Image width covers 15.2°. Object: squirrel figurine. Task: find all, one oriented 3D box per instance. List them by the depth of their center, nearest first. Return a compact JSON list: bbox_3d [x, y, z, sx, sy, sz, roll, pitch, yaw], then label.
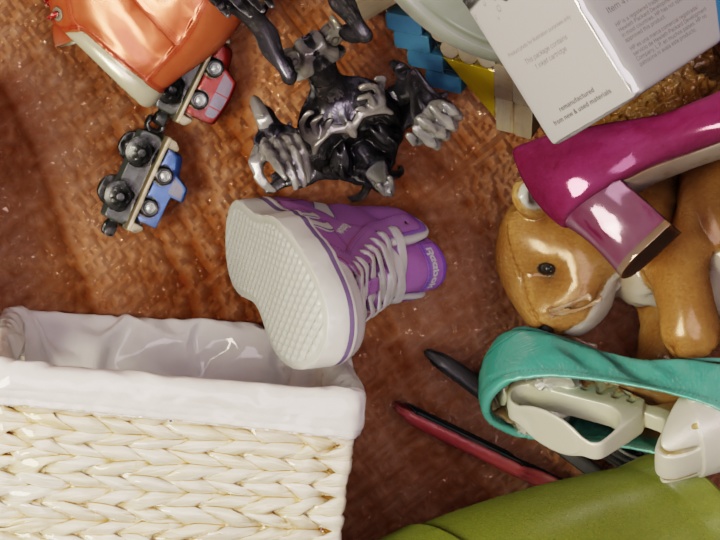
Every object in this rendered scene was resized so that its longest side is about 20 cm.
[{"bbox_3d":[0.171,-0.037,1.525,0.186,0.142,0.200,4,79,4],"label":"squirrel figurine"}]

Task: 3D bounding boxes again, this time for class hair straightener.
[{"bbox_3d":[0.121,0.095,1.557,0.200,0.041,0.077,28,91,-7],"label":"hair straightener"}]

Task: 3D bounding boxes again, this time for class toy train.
[{"bbox_3d":[-0.093,-0.107,1.528,0.046,0.034,0.200,26,90,-18],"label":"toy train"}]

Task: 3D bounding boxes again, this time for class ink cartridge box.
[{"bbox_3d":[0.115,-0.191,1.403,0.146,0.086,0.200,-33,90,-35],"label":"ink cartridge box"}]

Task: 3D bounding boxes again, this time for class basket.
[{"bbox_3d":[-0.106,0.115,1.461,0.200,0.198,0.161,4,98,-6],"label":"basket"}]

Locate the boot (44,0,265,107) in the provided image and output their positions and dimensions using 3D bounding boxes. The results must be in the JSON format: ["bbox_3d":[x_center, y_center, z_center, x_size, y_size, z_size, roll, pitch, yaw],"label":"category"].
[{"bbox_3d":[-0.155,-0.182,1.488,0.200,0.075,0.107,44,101,9],"label":"boot"}]

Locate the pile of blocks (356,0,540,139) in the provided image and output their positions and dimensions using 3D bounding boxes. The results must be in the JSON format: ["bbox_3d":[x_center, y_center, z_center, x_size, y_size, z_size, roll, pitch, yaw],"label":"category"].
[{"bbox_3d":[0.043,-0.165,1.531,0.200,0.082,0.062,53,45,-15],"label":"pile of blocks"}]

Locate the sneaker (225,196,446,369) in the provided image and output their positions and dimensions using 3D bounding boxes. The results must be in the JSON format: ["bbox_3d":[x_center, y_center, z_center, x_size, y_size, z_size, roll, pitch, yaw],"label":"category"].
[{"bbox_3d":[0.000,-0.001,1.461,0.114,0.200,0.073,1,108,-14],"label":"sneaker"}]

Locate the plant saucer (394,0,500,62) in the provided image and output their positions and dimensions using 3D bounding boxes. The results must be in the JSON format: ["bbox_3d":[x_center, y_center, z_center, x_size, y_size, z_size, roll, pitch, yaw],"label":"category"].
[{"bbox_3d":[0.080,-0.215,1.477,0.200,0.050,0.201,11,70,-32],"label":"plant saucer"}]

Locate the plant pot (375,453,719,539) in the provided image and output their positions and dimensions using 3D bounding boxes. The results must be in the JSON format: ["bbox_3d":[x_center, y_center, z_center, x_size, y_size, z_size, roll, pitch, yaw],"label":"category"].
[{"bbox_3d":[0.116,0.198,1.466,0.193,0.200,0.201,-26,96,-25],"label":"plant pot"}]

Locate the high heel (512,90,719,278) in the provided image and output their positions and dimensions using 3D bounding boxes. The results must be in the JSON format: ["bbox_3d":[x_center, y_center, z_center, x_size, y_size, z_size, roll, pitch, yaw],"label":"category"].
[{"bbox_3d":[0.177,-0.094,1.435,0.200,0.067,0.096,-42,72,-2],"label":"high heel"}]

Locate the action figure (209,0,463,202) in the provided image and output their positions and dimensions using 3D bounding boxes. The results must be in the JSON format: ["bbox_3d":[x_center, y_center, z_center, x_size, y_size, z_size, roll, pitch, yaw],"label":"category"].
[{"bbox_3d":[-0.013,-0.090,1.461,0.119,0.102,0.200,-26,135,3],"label":"action figure"}]

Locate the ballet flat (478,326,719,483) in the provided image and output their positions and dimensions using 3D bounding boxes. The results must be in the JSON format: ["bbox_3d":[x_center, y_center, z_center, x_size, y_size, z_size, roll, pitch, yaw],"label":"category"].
[{"bbox_3d":[0.155,0.082,1.462,0.200,0.067,0.070,10,49,23],"label":"ballet flat"}]
